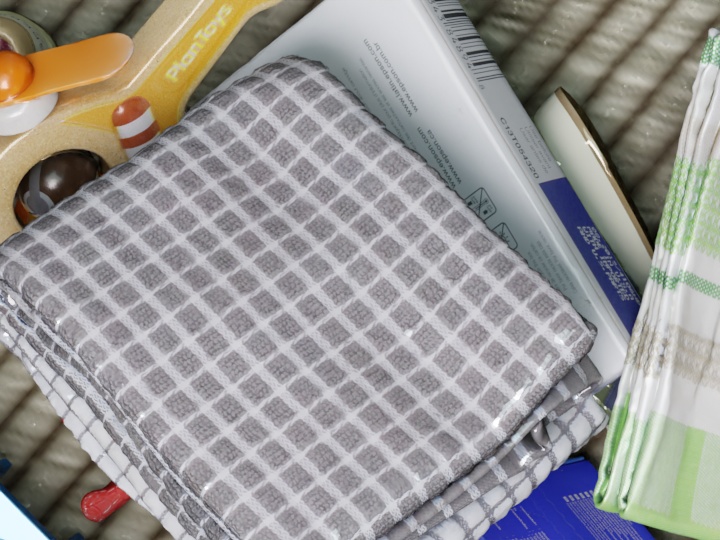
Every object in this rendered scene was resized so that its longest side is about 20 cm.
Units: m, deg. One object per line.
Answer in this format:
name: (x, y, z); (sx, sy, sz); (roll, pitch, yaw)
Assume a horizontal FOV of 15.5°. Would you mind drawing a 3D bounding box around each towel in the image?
towel: (-0.024, 0.026, 1.000); (0.165, 0.086, 0.200); (-36, 65, -23)
towel: (0.179, 0.017, 1.059); (0.149, 0.031, 0.201); (17, 83, -26)

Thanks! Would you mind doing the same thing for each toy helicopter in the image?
toy helicopter: (-0.099, -0.074, 1.074); (0.132, 0.079, 0.200); (30, 104, -40)

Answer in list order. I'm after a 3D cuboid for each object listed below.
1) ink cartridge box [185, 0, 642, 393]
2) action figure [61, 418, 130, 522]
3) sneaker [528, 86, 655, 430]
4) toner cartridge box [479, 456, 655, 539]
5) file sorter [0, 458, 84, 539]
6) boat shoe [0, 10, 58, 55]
ink cartridge box: (0.000, 0.000, 1.117); (0.200, 0.043, 0.197); (-36, 80, 32)
action figure: (-0.045, 0.068, 1.078); (0.199, 0.099, 0.066); (-12, 93, 28)
sneaker: (0.096, 0.029, 1.136); (0.090, 0.067, 0.201); (-27, 90, 9)
toner cartridge box: (0.112, 0.166, 1.075); (0.200, 0.095, 0.043); (51, 125, 29)
file sorter: (-0.165, 0.160, 1.109); (0.200, 0.123, 0.139); (45, 91, 1)
boat shoe: (-0.198, -0.024, 1.136); (0.074, 0.066, 0.201); (27, 91, 1)
